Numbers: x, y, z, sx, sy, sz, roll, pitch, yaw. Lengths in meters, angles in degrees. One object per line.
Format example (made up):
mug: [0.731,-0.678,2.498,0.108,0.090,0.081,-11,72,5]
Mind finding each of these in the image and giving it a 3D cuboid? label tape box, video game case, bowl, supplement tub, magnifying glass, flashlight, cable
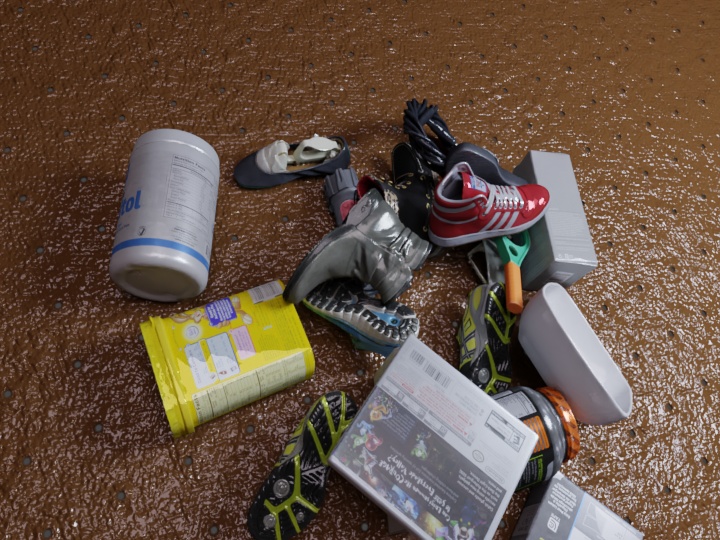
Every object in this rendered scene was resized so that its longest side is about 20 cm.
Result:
label tape box: [0.260,0.390,0.760,0.142,0.064,0.202,34,62,5]
video game case: [0.087,0.205,0.682,0.198,0.023,0.183,37,62,5]
bowl: [0.300,0.123,0.850,0.203,0.074,0.198,58,22,13]
supplement tub: [-0.267,-0.074,0.824,0.127,0.133,0.207,4,63,-10]
supplement tub: [0.177,0.229,0.776,0.193,0.123,0.126,-14,68,-13]
magnifying glass: [0.226,-0.021,0.887,0.078,0.022,0.204,31,45,-20]
flashlight: [-0.003,-0.062,0.914,0.065,0.068,0.206,-9,68,-15]
cable: [0.129,-0.210,0.962,0.198,0.050,0.168,7,59,-56]

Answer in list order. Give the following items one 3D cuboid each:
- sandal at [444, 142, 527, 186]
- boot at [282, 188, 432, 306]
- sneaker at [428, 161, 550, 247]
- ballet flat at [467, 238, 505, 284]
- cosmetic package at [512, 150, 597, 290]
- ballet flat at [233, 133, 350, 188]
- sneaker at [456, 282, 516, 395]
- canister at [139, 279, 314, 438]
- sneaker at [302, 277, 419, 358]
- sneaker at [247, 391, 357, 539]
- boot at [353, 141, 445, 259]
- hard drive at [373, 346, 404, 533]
sandal: [0.188,-0.147,0.906,0.197,0.075,0.044,20,53,-48]
boot: [0.000,0.000,0.790,0.131,0.068,0.200,45,79,0]
sneaker: [0.191,-0.106,0.852,0.194,0.114,0.073,-18,54,-7]
ballet flat: [0.198,-0.051,0.960,0.062,0.067,0.206,-17,63,13]
cosmetic package: [0.304,-0.081,0.970,0.087,0.107,0.207,5,65,-13]
ballet flat: [-0.107,-0.182,0.947,0.193,0.074,0.075,-10,67,-17]
sneaker: [0.177,0.121,0.871,0.074,0.076,0.207,21,78,-26]
canister: [-0.173,0.109,0.784,0.195,0.087,0.152,-18,68,-22]
sneaker: [-0.011,0.074,0.840,0.196,0.092,0.078,28,48,26]
sneaker: [-0.068,0.247,0.747,0.075,0.076,0.202,36,80,-2]
boot: [0.056,-0.123,0.920,0.148,0.072,0.207,8,65,-46]
hard drive: [0.051,0.218,0.755,0.025,0.133,0.207,1,64,-13]
